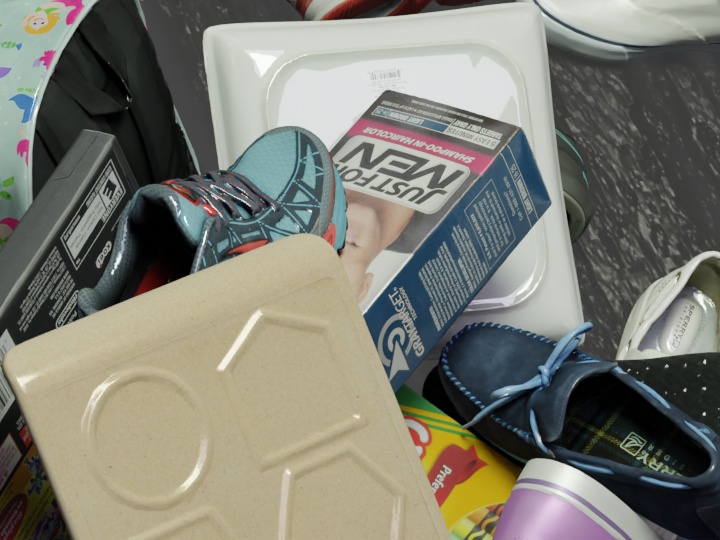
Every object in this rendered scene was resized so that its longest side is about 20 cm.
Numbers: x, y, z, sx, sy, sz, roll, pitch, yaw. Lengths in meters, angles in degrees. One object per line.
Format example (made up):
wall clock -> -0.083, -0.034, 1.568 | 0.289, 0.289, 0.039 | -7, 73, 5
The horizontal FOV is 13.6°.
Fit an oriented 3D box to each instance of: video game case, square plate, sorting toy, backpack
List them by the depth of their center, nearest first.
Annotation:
sorting toy -> -0.057, 0.101, 1.421 | 0.184, 0.036, 0.201 | -22, 86, -30
video game case -> -0.148, 0.064, 1.491 | 0.025, 0.181, 0.201 | 11, 55, 29
backpack -> -0.171, -0.055, 1.569 | 0.150, 0.201, 0.178 | 12, 51, 16
square plate -> 0.021, -0.047, 1.668 | 0.199, 0.028, 0.199 | -5, 84, -14

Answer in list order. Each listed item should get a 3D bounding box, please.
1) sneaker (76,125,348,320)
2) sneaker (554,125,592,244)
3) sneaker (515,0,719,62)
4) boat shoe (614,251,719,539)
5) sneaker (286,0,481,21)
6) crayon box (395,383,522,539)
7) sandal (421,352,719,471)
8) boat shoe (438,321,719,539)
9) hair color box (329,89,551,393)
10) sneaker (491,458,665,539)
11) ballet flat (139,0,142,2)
sneaker -> -0.073, -0.013, 1.492 | 0.079, 0.096, 0.200 | 10, 48, 30
sneaker -> 0.043, -0.078, 1.743 | 0.199, 0.076, 0.079 | 26, 40, -8
sneaker -> 0.194, -0.174, 1.851 | 0.199, 0.071, 0.073 | 0, 55, -18
boat shoe -> 0.166, 0.070, 1.665 | 0.070, 0.069, 0.201 | 21, 53, -6
sneaker -> 0.028, -0.217, 1.827 | 0.199, 0.078, 0.116 | -23, 66, -31
crayon box -> 0.035, 0.146, 1.580 | 0.200, 0.051, 0.127 | 35, 52, 9
sandal -> 0.127, 0.082, 1.622 | 0.199, 0.048, 0.076 | 2, 63, 26
boat shoe -> 0.122, 0.068, 1.558 | 0.199, 0.069, 0.084 | 22, 69, 32
hair color box -> 0.000, 0.000, 1.566 | 0.100, 0.061, 0.200 | 17, 56, 39
sneaker -> 0.133, 0.195, 1.546 | 0.200, 0.072, 0.115 | 35, 65, -26
ballet flat -> -0.150, -0.155, 1.662 | 0.070, 0.200, 0.071 | 1, 86, -7
